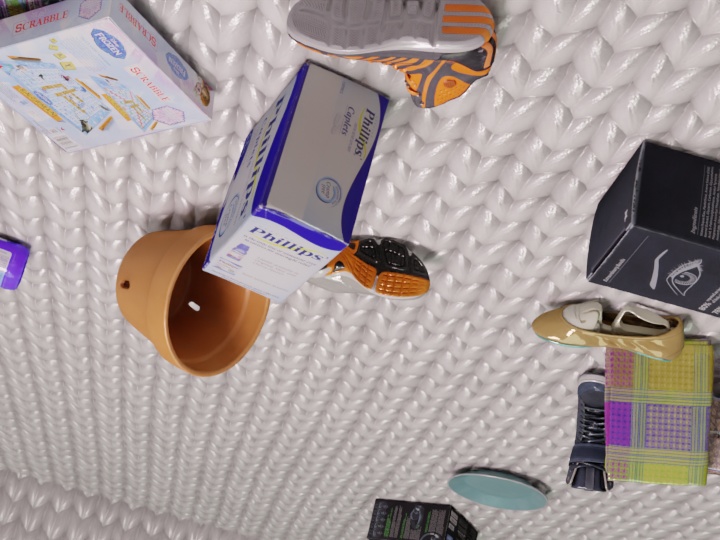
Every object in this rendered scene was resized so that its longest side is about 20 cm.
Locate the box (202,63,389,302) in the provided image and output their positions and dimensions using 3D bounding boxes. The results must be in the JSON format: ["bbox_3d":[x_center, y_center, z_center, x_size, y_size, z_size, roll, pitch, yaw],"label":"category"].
[{"bbox_3d":[-0.072,-0.091,1.333,0.104,0.186,0.200,24,153,-17],"label":"box"}]

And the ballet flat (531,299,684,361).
[{"bbox_3d":[0.325,0.068,1.614,0.197,0.069,0.064,9,127,5],"label":"ballet flat"}]

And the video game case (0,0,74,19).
[{"bbox_3d":[-0.368,-0.279,1.290,0.180,0.023,0.200,14,154,0],"label":"video game case"}]

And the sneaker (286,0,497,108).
[{"bbox_3d":[0.030,-0.203,1.174,0.197,0.078,0.112,9,153,11],"label":"sneaker"}]

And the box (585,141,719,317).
[{"bbox_3d":[0.360,-0.036,1.315,0.198,0.105,0.148,16,155,-4],"label":"box"}]

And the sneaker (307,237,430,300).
[{"bbox_3d":[0.000,0.000,1.625,0.198,0.076,0.092,15,163,16],"label":"sneaker"}]

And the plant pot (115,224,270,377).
[{"bbox_3d":[-0.237,0.029,1.672,0.139,0.202,0.200,15,160,36],"label":"plant pot"}]

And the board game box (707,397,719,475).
[{"bbox_3d":[0.506,0.236,1.741,0.158,0.098,0.200,5,171,18],"label":"board game box"}]

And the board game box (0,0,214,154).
[{"bbox_3d":[-0.290,-0.207,1.321,0.197,0.042,0.200,-9,152,22],"label":"board game box"}]

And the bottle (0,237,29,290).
[{"bbox_3d":[-0.601,-0.033,1.855,0.198,0.066,0.084,21,155,-14],"label":"bottle"}]

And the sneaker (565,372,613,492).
[{"bbox_3d":[0.354,0.250,1.855,0.076,0.148,0.203,8,153,16],"label":"sneaker"}]

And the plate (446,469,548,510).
[{"bbox_3d":[0.266,0.419,2.381,0.198,0.026,0.201,12,154,6],"label":"plate"}]

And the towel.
[{"bbox_3d":[0.399,0.184,1.656,0.142,0.203,0.023,1,179,19],"label":"towel"}]

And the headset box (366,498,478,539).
[{"bbox_3d":[0.130,0.575,2.687,0.198,0.094,0.174,0,151,28],"label":"headset box"}]
